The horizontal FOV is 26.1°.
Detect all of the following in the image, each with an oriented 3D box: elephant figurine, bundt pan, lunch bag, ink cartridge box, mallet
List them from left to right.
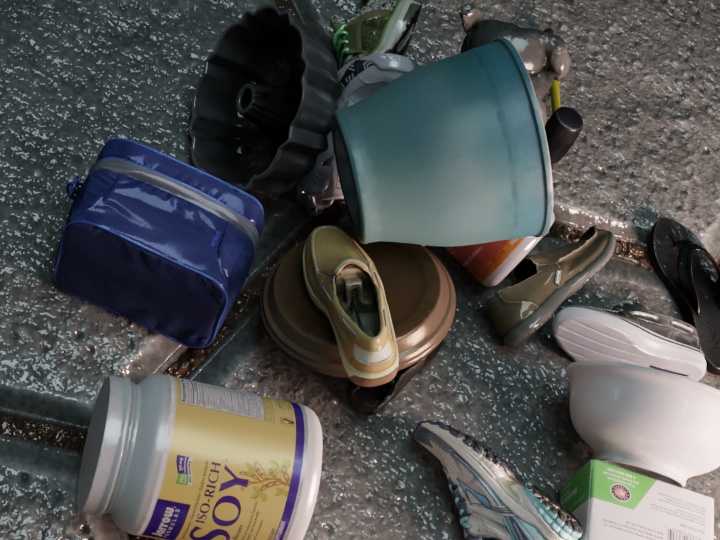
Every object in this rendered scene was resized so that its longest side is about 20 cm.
[{"bbox_3d":[-0.202,-0.036,1.525,0.198,0.136,0.133,26,53,-5],"label":"lunch bag"},{"bbox_3d":[-0.093,-0.170,1.630,0.075,0.201,0.204,15,52,-40],"label":"bundt pan"},{"bbox_3d":[0.162,-0.168,1.749,0.153,0.142,0.202,14,80,5],"label":"elephant figurine"},{"bbox_3d":[0.231,-0.213,1.892,0.041,0.066,0.201,14,41,-16],"label":"mallet"},{"bbox_3d":[0.270,0.311,1.549,0.144,0.084,0.202,20,54,-12],"label":"ink cartridge box"}]

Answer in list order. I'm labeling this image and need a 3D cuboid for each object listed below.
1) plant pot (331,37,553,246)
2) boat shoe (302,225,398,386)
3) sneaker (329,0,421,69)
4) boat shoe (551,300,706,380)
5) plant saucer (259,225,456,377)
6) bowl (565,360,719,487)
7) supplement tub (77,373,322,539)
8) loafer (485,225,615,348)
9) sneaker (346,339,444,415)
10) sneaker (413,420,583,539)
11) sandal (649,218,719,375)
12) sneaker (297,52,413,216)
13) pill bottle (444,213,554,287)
[{"bbox_3d":[0.073,-0.113,1.546,0.186,0.201,0.202,-12,64,-7],"label":"plant pot"},{"bbox_3d":[-0.007,0.014,1.481,0.071,0.077,0.201,-16,46,-12],"label":"boat shoe"},{"bbox_3d":[-0.005,-0.257,1.798,0.088,0.077,0.201,26,47,10],"label":"sneaker"},{"bbox_3d":[0.294,0.071,1.726,0.198,0.072,0.072,20,47,-25],"label":"boat shoe"},{"bbox_3d":[-0.003,0.023,1.547,0.197,0.030,0.202,-1,45,1],"label":"plant saucer"},{"bbox_3d":[0.298,0.167,1.605,0.199,0.201,0.091,20,77,-11],"label":"bowl"},{"bbox_3d":[-0.146,0.176,1.413,0.198,0.146,0.147,13,56,-15],"label":"supplement tub"},{"bbox_3d":[0.210,0.003,1.719,0.070,0.075,0.200,47,54,4],"label":"loafer"},{"bbox_3d":[0.046,0.079,1.581,0.060,0.104,0.200,38,53,3],"label":"sneaker"},{"bbox_3d":[0.119,0.227,1.541,0.199,0.078,0.087,39,94,25],"label":"sneaker"},{"bbox_3d":[0.400,0.022,1.806,0.075,0.048,0.202,-7,64,-27],"label":"sandal"},{"bbox_3d":[-0.006,-0.141,1.643,0.074,0.199,0.116,9,61,-38],"label":"sneaker"},{"bbox_3d":[0.107,-0.087,1.698,0.200,0.112,0.112,43,53,1],"label":"pill bottle"}]
